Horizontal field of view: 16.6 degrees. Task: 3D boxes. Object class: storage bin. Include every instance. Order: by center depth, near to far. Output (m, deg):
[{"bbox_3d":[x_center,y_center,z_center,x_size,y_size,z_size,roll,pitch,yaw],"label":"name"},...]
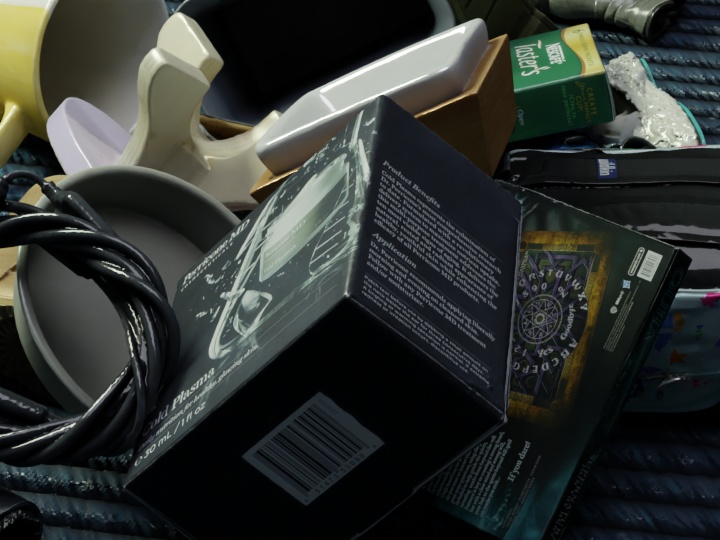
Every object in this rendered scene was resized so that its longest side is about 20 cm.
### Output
[{"bbox_3d":[-0.037,-0.199,1.881,0.199,0.146,0.134,-26,10,8],"label":"storage bin"}]

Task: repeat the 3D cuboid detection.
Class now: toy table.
[{"bbox_3d":[-0.119,-0.079,1.678,0.200,0.117,0.184,51,15,23],"label":"toy table"}]

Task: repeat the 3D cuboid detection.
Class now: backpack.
[{"bbox_3d":[0.192,0.001,1.589,0.199,0.151,0.178,-6,36,6],"label":"backpack"}]

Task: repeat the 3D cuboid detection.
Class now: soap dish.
[{"bbox_3d":[0.022,-0.087,1.583,0.157,0.082,0.200,-23,11,14],"label":"soap dish"}]

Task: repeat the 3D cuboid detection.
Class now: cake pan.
[{"bbox_3d":[-0.131,0.029,1.537,0.199,0.037,0.201,20,51,-26],"label":"cake pan"}]

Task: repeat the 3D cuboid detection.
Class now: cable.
[{"bbox_3d":[-0.195,0.035,1.420,0.163,0.051,0.200,-35,61,-16],"label":"cable"}]

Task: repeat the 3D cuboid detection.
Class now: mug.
[{"bbox_3d":[-0.260,-0.169,1.870,0.153,0.150,0.186,15,25,35],"label":"mug"}]

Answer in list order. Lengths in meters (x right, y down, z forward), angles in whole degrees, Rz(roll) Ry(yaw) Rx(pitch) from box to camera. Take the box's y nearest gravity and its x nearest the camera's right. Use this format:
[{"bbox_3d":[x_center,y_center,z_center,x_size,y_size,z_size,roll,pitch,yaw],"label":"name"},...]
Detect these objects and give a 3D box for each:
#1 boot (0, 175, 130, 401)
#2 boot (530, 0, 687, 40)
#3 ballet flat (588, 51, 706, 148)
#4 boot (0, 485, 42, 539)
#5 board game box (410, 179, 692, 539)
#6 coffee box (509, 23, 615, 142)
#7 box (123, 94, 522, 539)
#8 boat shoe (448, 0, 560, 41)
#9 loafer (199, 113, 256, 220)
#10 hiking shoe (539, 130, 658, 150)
[{"bbox_3d":[-0.186,0.006,1.647,0.174,0.066,0.200,18,29,13],"label":"boot"},{"bbox_3d":[0.231,-0.263,2.145,0.130,0.068,0.200,16,40,14],"label":"boot"},{"bbox_3d":[0.208,-0.106,1.868,0.071,0.072,0.200,-3,23,-8],"label":"ballet flat"},{"bbox_3d":[-0.299,0.138,1.399,0.199,0.077,0.168,-12,29,-34],"label":"boot"},{"bbox_3d":[0.097,0.057,1.474,0.135,0.201,0.028,24,-4,32],"label":"board game box"},{"bbox_3d":[0.087,-0.131,1.861,0.199,0.044,0.123,-11,22,5],"label":"coffee box"},{"bbox_3d":[-0.017,0.043,1.417,0.124,0.200,0.197,38,32,-18],"label":"box"},{"bbox_3d":[0.092,-0.211,1.934,0.068,0.200,0.075,26,73,42],"label":"boat shoe"},{"bbox_3d":[-0.035,-0.069,1.775,0.199,0.073,0.073,3,29,0],"label":"loafer"},{"bbox_3d":[0.192,-0.065,1.767,0.074,0.087,0.200,-12,33,-23],"label":"hiking shoe"}]
